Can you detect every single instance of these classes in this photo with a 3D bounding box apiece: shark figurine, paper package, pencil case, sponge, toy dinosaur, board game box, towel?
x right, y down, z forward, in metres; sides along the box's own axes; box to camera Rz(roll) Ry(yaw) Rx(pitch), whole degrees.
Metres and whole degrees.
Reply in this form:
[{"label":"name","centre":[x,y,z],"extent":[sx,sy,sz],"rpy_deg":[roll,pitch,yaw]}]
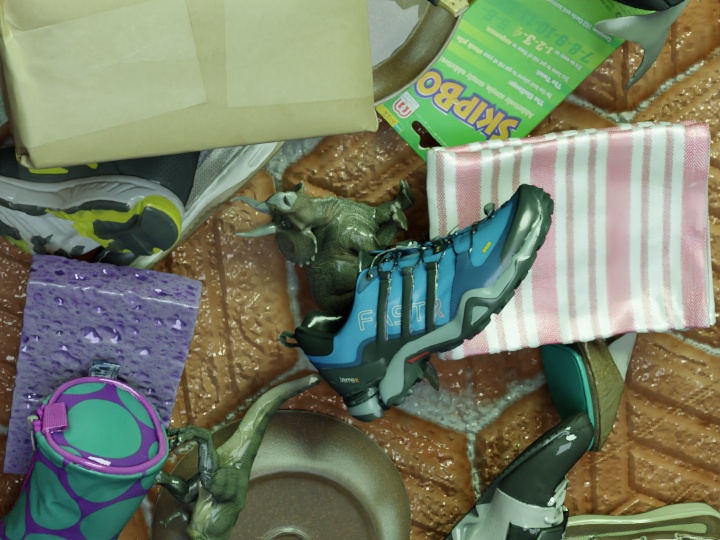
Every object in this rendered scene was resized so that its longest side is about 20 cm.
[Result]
[{"label":"shark figurine","centre":[0.197,-0.237,0.987],"extent":[0.127,0.089,0.217],"rpy_deg":[-13,84,9]},{"label":"paper package","centre":[-0.106,-0.132,0.865],"extent":[0.197,0.191,0.105],"rpy_deg":[-8,106,-14]},{"label":"pencil case","centre":[-0.199,0.154,1.033],"extent":[0.091,0.086,0.201],"rpy_deg":[20,133,-13]},{"label":"sponge","centre":[-0.178,0.074,1.034],"extent":[0.110,0.030,0.201],"rpy_deg":[9,134,-11]},{"label":"toy dinosaur","centre":[-0.108,0.145,1.072],"extent":[0.087,0.047,0.202],"rpy_deg":[20,104,-28]},{"label":"board game box","centre":[0.107,-0.152,1.041],"extent":[0.200,0.030,0.096],"rpy_deg":[-44,109,5]},{"label":"toy dinosaur","centre":[0.000,0.000,1.067],"extent":[0.101,0.077,0.201],"rpy_deg":[-19,123,16]},{"label":"towel","centre":[0.143,-0.020,1.036],"extent":[0.197,0.030,0.148],"rpy_deg":[-7,104,-7]}]

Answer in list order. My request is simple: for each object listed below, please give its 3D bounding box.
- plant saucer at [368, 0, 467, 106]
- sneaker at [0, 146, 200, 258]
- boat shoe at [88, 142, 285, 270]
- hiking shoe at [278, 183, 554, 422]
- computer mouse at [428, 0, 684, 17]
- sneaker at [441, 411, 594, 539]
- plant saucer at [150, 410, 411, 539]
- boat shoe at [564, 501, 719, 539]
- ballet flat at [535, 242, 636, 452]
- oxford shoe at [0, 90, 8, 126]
[{"label":"plant saucer","centre":[-0.026,-0.202,0.986],"extent":[0.197,0.034,0.203],"rpy_deg":[-3,103,-11]},{"label":"sneaker","centre":[-0.176,-0.058,0.979],"extent":[0.075,0.198,0.085],"rpy_deg":[54,53,-44]},{"label":"boat shoe","centre":[-0.131,-0.053,1.021],"extent":[0.200,0.072,0.065],"rpy_deg":[-42,101,7]},{"label":"hiking shoe","centre":[0.039,0.010,0.988],"extent":[0.087,0.074,0.200],"rpy_deg":[42,106,-8]},{"label":"computer mouse","centre":[0.106,-0.207,0.932],"extent":[0.199,0.046,0.141],"rpy_deg":[37,89,11]},{"label":"sneaker","centre":[0.124,0.189,1.117],"extent":[0.088,0.074,0.201],"rpy_deg":[44,122,15]},{"label":"plant saucer","centre":[-0.057,0.203,1.142],"extent":[0.198,0.037,0.203],"rpy_deg":[-3,110,-8]},{"label":"boat shoe","centre":[0.193,0.228,1.168],"extent":[0.200,0.075,0.076],"rpy_deg":[-16,112,-3]},{"label":"ballet flat","centre":[0.158,0.034,1.106],"extent":[0.072,0.068,0.202],"rpy_deg":[-29,109,-17]},{"label":"oxford shoe","centre":[-0.221,-0.169,0.972],"extent":[0.058,0.075,0.201],"rpy_deg":[42,113,23]}]
